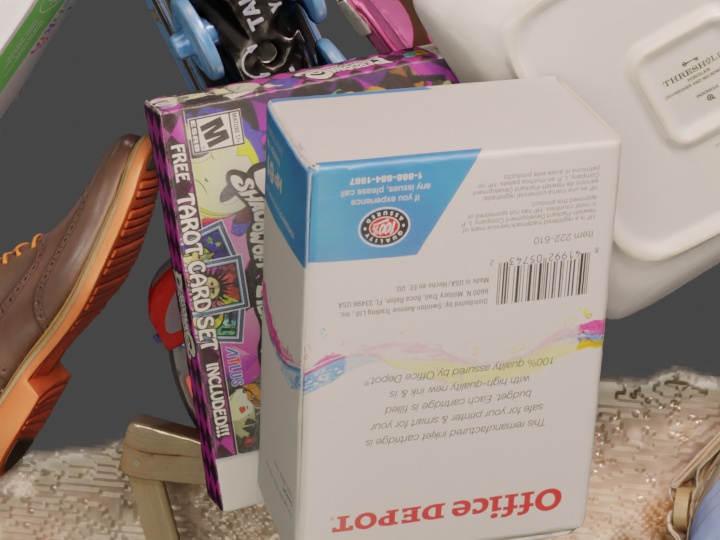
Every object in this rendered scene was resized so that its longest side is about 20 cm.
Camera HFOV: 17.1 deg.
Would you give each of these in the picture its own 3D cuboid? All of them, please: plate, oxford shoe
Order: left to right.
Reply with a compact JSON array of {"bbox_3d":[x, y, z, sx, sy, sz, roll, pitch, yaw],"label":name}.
[{"bbox_3d":[-0.169,0.008,1.244,0.073,0.071,0.201,32,98,6],"label":"oxford shoe"},{"bbox_3d":[0.156,-0.093,1.109,0.199,0.032,0.201,-29,112,9],"label":"plate"}]

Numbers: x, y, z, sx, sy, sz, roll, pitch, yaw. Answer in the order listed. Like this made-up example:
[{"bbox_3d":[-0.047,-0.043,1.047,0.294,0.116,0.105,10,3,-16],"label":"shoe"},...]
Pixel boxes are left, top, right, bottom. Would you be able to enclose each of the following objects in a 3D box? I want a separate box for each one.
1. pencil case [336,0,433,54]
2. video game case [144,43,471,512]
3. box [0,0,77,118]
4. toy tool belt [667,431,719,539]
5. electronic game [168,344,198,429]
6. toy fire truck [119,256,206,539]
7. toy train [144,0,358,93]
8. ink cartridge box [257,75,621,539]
[{"bbox_3d":[0.062,-0.109,1.203,0.200,0.091,0.094,48,63,1],"label":"pencil case"},{"bbox_3d":[0.000,0.000,1.146,0.180,0.036,0.201,-12,106,-16],"label":"video game case"},{"bbox_3d":[-0.255,-0.138,1.224,0.176,0.097,0.200,36,97,3],"label":"box"},{"bbox_3d":[0.206,0.149,1.197,0.125,0.123,0.201,35,98,1],"label":"toy tool belt"},{"bbox_3d":[-0.003,0.030,1.244,0.198,0.042,0.202,0,96,4],"label":"electronic game"},{"bbox_3d":[-0.071,0.091,1.221,0.140,0.049,0.201,-27,98,14],"label":"toy fire truck"},{"bbox_3d":[-0.064,-0.132,1.177,0.086,0.114,0.201,-29,108,-8],"label":"toy train"},{"bbox_3d":[0.031,0.024,1.079,0.144,0.085,0.201,-6,116,-17],"label":"ink cartridge box"}]
